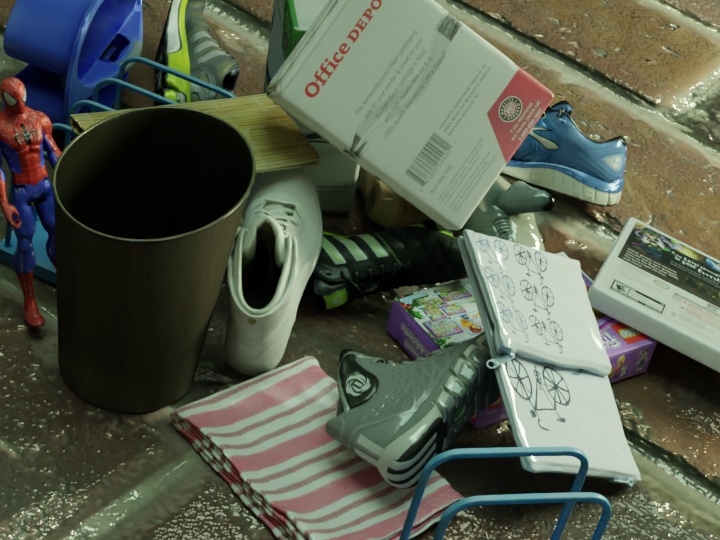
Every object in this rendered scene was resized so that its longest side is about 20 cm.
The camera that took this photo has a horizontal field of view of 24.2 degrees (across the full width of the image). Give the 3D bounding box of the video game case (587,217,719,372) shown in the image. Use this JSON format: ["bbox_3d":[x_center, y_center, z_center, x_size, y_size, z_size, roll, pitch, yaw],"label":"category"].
[{"bbox_3d":[0.315,0.034,1.538,0.199,0.023,0.182,27,29,8],"label":"video game case"}]

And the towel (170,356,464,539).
[{"bbox_3d":[-0.034,0.144,1.308,0.146,0.030,0.200,-20,48,-38],"label":"towel"}]

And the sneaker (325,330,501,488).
[{"bbox_3d":[0.044,0.077,1.333,0.115,0.075,0.200,26,45,24],"label":"sneaker"}]

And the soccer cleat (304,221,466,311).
[{"bbox_3d":[0.000,0.000,1.471,0.199,0.068,0.081,3,51,10],"label":"soccer cleat"}]

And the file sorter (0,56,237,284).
[{"bbox_3d":[-0.203,-0.081,1.467,0.138,0.123,0.200,22,38,11],"label":"file sorter"}]

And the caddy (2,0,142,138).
[{"bbox_3d":[-0.262,-0.213,1.604,0.104,0.142,0.200,14,37,5],"label":"caddy"}]

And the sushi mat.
[{"bbox_3d":[-0.136,-0.109,1.415,0.199,0.012,0.096,-10,47,-35],"label":"sushi mat"}]

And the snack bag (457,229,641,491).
[{"bbox_3d":[0.153,0.072,1.331,0.188,0.021,0.201,15,55,-53],"label":"snack bag"}]

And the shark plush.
[{"bbox_3d":[0.088,-0.061,1.500,0.200,0.091,0.083,40,70,3],"label":"shark plush"}]

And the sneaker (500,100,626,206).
[{"bbox_3d":[0.171,-0.131,1.669,0.199,0.090,0.079,16,6,-4],"label":"sneaker"}]

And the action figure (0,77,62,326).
[{"bbox_3d":[-0.260,-0.057,1.346,0.065,0.201,0.052,-19,22,-25],"label":"action figure"}]

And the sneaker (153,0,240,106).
[{"bbox_3d":[-0.164,-0.209,1.701,0.081,0.074,0.201,12,44,-14],"label":"sneaker"}]

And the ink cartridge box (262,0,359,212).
[{"bbox_3d":[-0.042,-0.175,1.579,0.083,0.201,0.147,1,38,-11],"label":"ink cartridge box"}]

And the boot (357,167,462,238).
[{"bbox_3d":[0.081,-0.077,1.623,0.166,0.073,0.200,18,34,-15],"label":"boot"}]

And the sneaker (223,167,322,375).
[{"bbox_3d":[-0.068,-0.026,1.388,0.073,0.116,0.201,9,60,-2],"label":"sneaker"}]

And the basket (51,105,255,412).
[{"bbox_3d":[-0.169,0.000,1.303,0.136,0.201,0.180,27,41,14],"label":"basket"}]

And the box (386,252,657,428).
[{"bbox_3d":[0.141,0.057,1.471,0.199,0.039,0.137,-14,44,-33],"label":"box"}]

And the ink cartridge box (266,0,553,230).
[{"bbox_3d":[0.039,-0.151,1.434,0.200,0.146,0.085,36,-1,-10],"label":"ink cartridge box"}]

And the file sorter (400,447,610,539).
[{"bbox_3d":[0.118,0.231,1.156,0.138,0.123,0.200,1,38,-19],"label":"file sorter"}]
